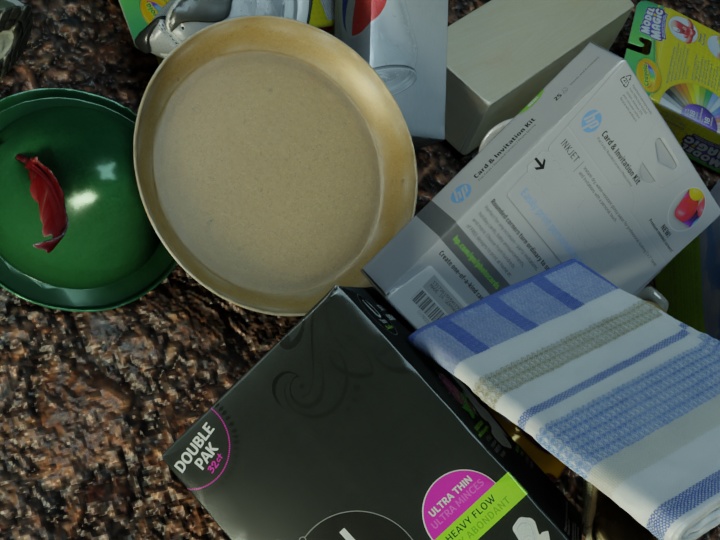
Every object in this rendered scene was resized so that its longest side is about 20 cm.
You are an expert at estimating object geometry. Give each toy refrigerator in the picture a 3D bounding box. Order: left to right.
[{"bbox_3d":[0.130,-0.179,1.025,0.076,0.070,0.200,44,55,14],"label":"toy refrigerator"}]

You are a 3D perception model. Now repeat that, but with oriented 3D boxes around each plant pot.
[{"bbox_3d":[-0.056,-0.067,0.821,0.199,0.027,0.202,6,77,-26],"label":"plant pot"}]

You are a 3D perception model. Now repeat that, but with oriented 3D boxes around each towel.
[{"bbox_3d":[0.142,0.064,0.682,0.146,0.024,0.200,-21,40,-34],"label":"towel"}]

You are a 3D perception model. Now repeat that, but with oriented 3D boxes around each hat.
[{"bbox_3d":[-0.166,-0.078,0.782,0.165,0.176,0.201,-16,70,-28],"label":"hat"}]

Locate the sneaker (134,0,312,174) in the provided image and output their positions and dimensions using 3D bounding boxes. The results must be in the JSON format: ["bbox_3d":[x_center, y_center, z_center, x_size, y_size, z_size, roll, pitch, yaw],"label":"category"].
[{"bbox_3d":[-0.105,-0.123,0.866,0.115,0.075,0.202,11,81,-25],"label":"sneaker"}]

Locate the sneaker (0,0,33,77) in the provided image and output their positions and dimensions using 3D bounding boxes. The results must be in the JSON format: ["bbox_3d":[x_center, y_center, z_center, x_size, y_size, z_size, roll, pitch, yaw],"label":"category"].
[{"bbox_3d":[-0.320,-0.144,0.833,0.088,0.077,0.200,39,49,18],"label":"sneaker"}]

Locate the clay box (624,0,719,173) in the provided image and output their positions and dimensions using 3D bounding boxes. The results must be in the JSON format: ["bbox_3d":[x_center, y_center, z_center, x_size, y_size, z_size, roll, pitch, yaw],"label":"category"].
[{"bbox_3d":[0.312,-0.147,1.091,0.199,0.048,0.115,24,57,-6],"label":"clay box"}]

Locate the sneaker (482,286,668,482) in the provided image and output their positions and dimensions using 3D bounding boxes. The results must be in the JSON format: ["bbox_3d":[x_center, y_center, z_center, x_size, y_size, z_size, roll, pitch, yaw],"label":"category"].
[{"bbox_3d":[0.143,0.082,0.871,0.075,0.090,0.200,40,55,3],"label":"sneaker"}]

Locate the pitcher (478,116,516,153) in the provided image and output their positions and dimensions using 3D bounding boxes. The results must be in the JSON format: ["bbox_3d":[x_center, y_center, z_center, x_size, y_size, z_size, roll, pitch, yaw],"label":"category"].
[{"bbox_3d":[0.152,-0.043,0.920,0.120,0.173,0.200,13,20,23],"label":"pitcher"}]

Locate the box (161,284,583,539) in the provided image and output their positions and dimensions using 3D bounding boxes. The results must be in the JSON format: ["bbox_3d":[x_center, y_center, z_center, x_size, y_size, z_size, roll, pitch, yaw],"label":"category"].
[{"bbox_3d":[0.012,0.129,0.738,0.148,0.124,0.200,-43,82,6],"label":"box"}]

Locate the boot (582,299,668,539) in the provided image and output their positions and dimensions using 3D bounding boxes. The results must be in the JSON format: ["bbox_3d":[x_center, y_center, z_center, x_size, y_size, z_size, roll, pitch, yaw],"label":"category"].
[{"bbox_3d":[0.173,0.140,0.769,0.072,0.201,0.155,-4,29,13],"label":"boot"}]

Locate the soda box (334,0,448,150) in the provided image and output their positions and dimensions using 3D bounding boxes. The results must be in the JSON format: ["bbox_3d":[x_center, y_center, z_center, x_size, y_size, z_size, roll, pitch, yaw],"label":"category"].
[{"bbox_3d":[0.022,-0.193,0.926,0.068,0.063,0.202,5,85,-27],"label":"soda box"}]

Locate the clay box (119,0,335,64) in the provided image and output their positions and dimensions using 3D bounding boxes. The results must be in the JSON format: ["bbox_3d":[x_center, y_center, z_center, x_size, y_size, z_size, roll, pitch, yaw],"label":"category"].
[{"bbox_3d":[-0.096,-0.216,0.956,0.199,0.048,0.116,-13,70,-26],"label":"clay box"}]

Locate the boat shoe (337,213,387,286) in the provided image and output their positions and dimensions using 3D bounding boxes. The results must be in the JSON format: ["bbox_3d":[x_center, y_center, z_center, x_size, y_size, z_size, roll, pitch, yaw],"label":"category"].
[{"bbox_3d":[0.000,0.000,0.876,0.068,0.072,0.201,-5,67,-7],"label":"boat shoe"}]

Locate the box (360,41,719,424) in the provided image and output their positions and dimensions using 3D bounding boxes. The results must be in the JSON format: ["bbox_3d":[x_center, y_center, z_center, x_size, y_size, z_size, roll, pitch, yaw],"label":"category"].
[{"bbox_3d":[0.119,-0.019,0.789,0.156,0.200,0.041,44,2,-38],"label":"box"}]

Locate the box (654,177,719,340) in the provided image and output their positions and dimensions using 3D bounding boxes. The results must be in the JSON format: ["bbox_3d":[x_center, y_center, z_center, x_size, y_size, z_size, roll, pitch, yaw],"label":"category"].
[{"bbox_3d":[0.266,0.005,0.894,0.047,0.200,0.123,7,60,-5],"label":"box"}]
